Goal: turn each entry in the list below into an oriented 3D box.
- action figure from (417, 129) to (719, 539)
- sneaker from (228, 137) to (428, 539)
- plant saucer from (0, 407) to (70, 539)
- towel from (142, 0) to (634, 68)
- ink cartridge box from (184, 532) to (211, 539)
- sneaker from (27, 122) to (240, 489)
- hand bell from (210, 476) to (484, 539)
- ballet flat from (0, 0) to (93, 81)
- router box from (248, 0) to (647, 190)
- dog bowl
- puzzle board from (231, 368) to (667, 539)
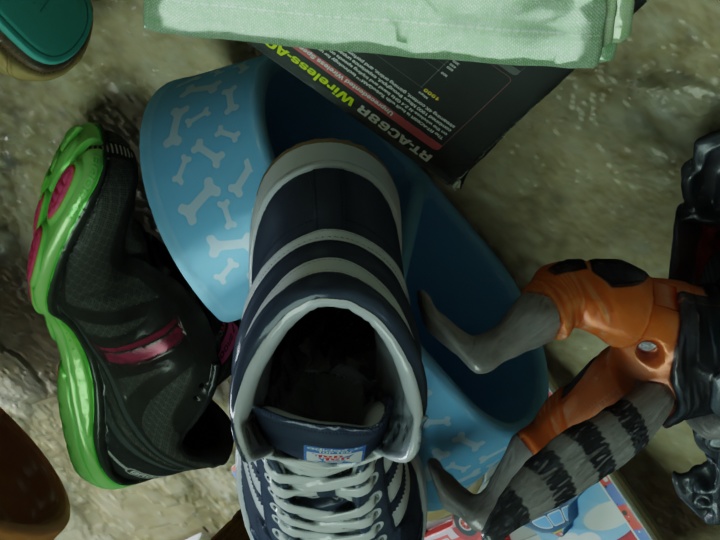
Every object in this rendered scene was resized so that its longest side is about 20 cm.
[{"bbox_3d":[0.121,0.050,0.984,0.192,0.105,0.201,-15,130,-7],"label":"action figure"},{"bbox_3d":[-0.010,0.067,0.951,0.070,0.109,0.201,-3,119,-1],"label":"sneaker"},{"bbox_3d":[-0.215,0.063,1.179,0.200,0.200,0.038,35,99,-9],"label":"plant saucer"},{"bbox_3d":[0.014,-0.161,0.822,0.151,0.023,0.201,6,114,3],"label":"towel"},{"bbox_3d":[-0.073,0.258,1.334,0.200,0.146,0.146,43,139,-19],"label":"ink cartridge box"},{"bbox_3d":[-0.089,0.013,1.140,0.083,0.077,0.201,0,140,6],"label":"sneaker"},{"bbox_3d":[-0.047,0.105,1.086,0.104,0.200,0.105,22,130,28],"label":"hand bell"},{"bbox_3d":[-0.174,-0.145,1.007,0.063,0.069,0.200,6,138,49],"label":"ballet flat"},{"bbox_3d":[-0.001,-0.135,0.914,0.200,0.062,0.150,36,140,-10],"label":"router box"},{"bbox_3d":[0.000,0.000,1.035,0.049,0.112,0.200,-28,118,29],"label":"dog bowl"},{"bbox_3d":[0.041,0.117,1.179,0.200,0.017,0.151,-30,98,47],"label":"puzzle board"}]
